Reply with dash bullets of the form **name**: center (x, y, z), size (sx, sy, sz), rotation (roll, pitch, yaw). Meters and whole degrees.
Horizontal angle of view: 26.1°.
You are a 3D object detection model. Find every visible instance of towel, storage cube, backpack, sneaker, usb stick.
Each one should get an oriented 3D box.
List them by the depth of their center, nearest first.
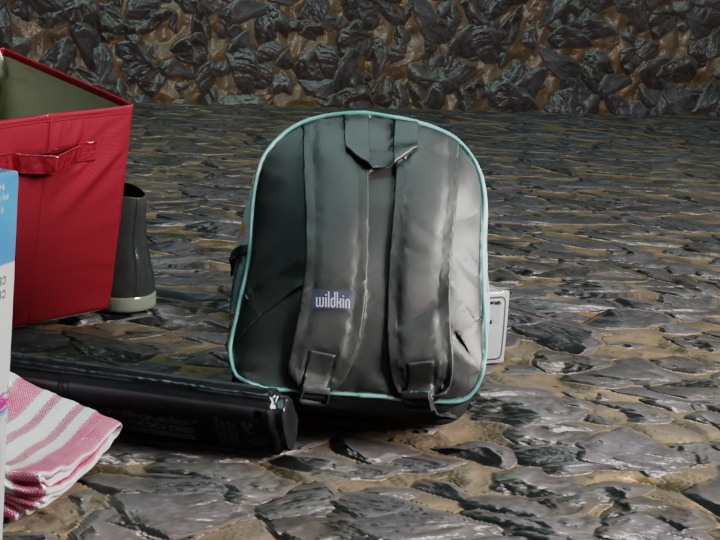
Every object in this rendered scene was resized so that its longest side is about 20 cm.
- **towel**: center (-0.246, 0.069, 0.893), size (0.200, 0.030, 0.146), rotation (26, 13, 3)
- **usb stick**: center (-0.138, 0.082, 0.971), size (0.200, 0.055, 0.033), rotation (7, 50, 13)
- **backpack**: center (0.000, 0.000, 1.043), size (0.176, 0.200, 0.153), rotation (3, -10, -1)
- **storage cube**: center (-0.307, -0.064, 1.236), size (0.200, 0.180, 0.171), rotation (26, 26, 35)
- **sneaker**: center (-0.254, -0.033, 1.365), size (0.200, 0.106, 0.075), rotation (11, 14, 34)

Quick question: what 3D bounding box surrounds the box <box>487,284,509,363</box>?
- **box**: center (0.019, 0.027, 1.270), size (0.117, 0.060, 0.200), rotation (-3, 12, -30)

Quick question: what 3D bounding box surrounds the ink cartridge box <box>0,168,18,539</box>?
- **ink cartridge box**: center (-0.256, 0.051, 0.704), size (0.146, 0.200, 0.147), rotation (8, 12, 14)
